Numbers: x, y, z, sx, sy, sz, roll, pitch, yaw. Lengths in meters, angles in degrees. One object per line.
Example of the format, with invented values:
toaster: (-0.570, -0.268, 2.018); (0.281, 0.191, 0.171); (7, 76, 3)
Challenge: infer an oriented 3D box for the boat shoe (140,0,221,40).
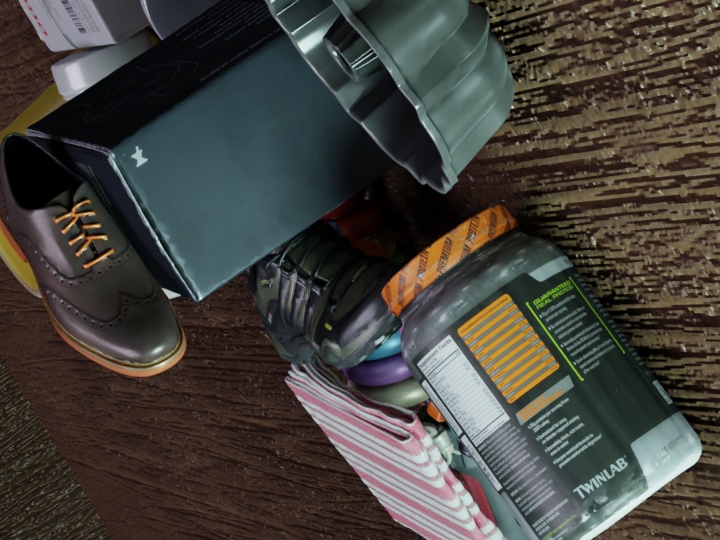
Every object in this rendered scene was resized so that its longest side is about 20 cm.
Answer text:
boat shoe: (-0.152, -0.250, 1.782); (0.200, 0.070, 0.066); (65, 169, -24)

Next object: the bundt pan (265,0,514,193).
bundt pan: (0.015, -0.146, 1.438); (0.202, 0.076, 0.202); (49, 173, 8)

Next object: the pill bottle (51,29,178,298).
pill bottle: (-0.170, -0.083, 1.949); (0.111, 0.110, 0.201); (7, 119, 69)

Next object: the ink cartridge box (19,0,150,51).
ink cartridge box: (-0.223, -0.255, 1.937); (0.147, 0.083, 0.200); (61, 162, -14)

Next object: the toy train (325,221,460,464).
toy train: (0.050, 0.045, 1.730); (0.150, 0.056, 0.200); (2, 126, 56)

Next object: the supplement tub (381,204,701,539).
supplement tub: (0.108, 0.067, 1.524); (0.200, 0.122, 0.123); (55, 163, 9)

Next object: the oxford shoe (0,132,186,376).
oxford shoe: (-0.183, -0.010, 1.601); (0.200, 0.071, 0.073); (45, 157, 30)

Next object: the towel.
towel: (0.037, 0.146, 1.791); (0.146, 0.030, 0.200); (26, 159, 47)

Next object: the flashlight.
flashlight: (0.095, 0.178, 1.867); (0.068, 0.068, 0.200); (39, 157, 53)

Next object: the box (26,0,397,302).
box: (-0.092, -0.091, 1.665); (0.124, 0.200, 0.196); (60, 164, -17)

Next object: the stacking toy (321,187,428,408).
stacking toy: (0.000, 0.000, 1.797); (0.085, 0.085, 0.201); (24, 139, 62)

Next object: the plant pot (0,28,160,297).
plant pot: (-0.225, -0.080, 2.087); (0.201, 0.189, 0.201); (50, 161, 24)

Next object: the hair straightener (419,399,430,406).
hair straightener: (0.015, 0.065, 1.926); (0.200, 0.041, 0.077); (37, 155, 50)

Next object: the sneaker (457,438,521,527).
sneaker: (0.101, 0.087, 1.636); (0.200, 0.090, 0.078); (63, 162, -16)

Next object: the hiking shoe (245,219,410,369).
hiking shoe: (-0.029, 0.008, 1.659); (0.101, 0.076, 0.200); (53, 154, -12)
